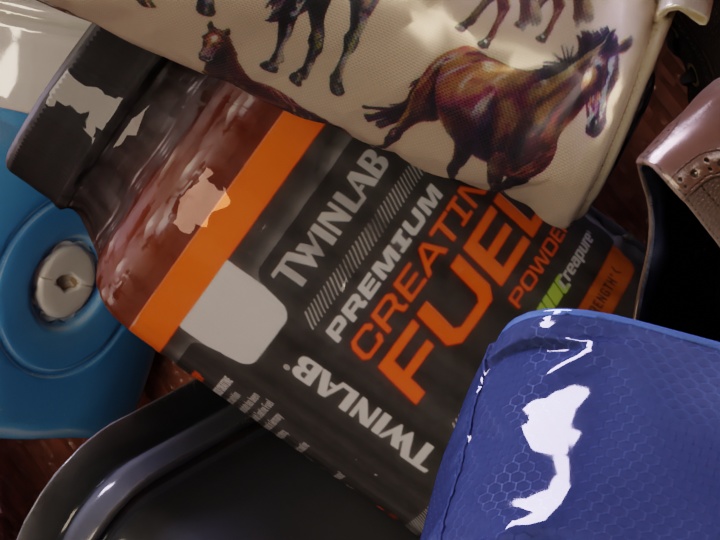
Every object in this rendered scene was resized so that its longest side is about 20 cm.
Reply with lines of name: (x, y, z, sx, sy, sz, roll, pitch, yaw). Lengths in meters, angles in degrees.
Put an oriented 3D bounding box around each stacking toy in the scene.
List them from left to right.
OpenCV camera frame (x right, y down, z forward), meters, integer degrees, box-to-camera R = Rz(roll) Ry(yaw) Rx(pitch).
stacking toy: (-0.159, -0.023, 0.965, 0.200, 0.116, 0.110, 21, 101, 41)

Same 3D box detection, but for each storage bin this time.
storage bin: (-0.039, 0.151, 0.870, 0.134, 0.146, 0.200, 33, 121, 21)

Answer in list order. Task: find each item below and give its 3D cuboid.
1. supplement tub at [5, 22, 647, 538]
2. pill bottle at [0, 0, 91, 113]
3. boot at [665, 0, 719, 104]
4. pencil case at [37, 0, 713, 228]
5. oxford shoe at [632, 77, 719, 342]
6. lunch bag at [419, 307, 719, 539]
supplement tub: (0.000, 0.000, 0.821, 0.200, 0.107, 0.107, 35, 115, -3)
pill bottle: (-0.078, -0.152, 0.877, 0.114, 0.114, 0.200, 18, 106, 27)
boot: (0.098, -0.059, 0.805, 0.200, 0.069, 0.174, 23, 133, 56)
pencil case: (-0.011, -0.083, 0.746, 0.200, 0.078, 0.089, 24, 143, 5)
oxford shoe: (0.102, 0.031, 0.750, 0.071, 0.073, 0.200, 38, 148, 47)
lunch bag: (0.073, 0.121, 0.709, 0.136, 0.132, 0.200, 13, 147, 11)
